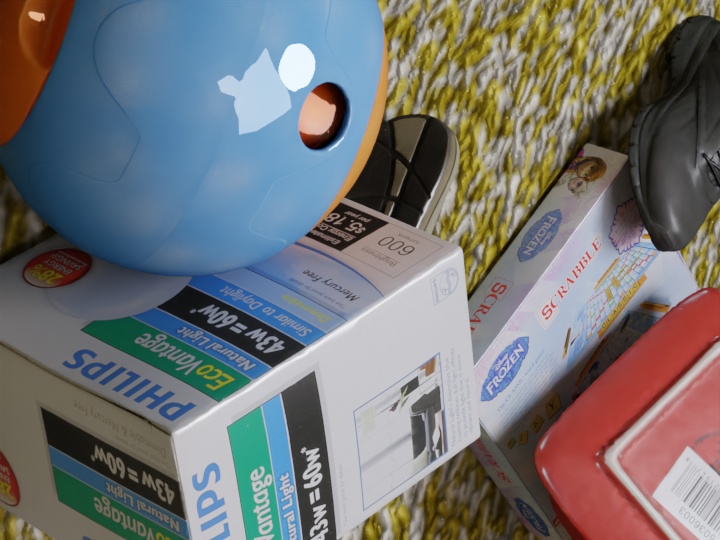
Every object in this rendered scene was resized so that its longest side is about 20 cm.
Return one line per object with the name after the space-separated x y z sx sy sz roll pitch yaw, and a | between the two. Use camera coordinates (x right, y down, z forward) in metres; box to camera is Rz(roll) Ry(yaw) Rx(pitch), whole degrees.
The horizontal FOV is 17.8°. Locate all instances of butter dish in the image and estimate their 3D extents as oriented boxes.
0.210 0.150 1.518 0.199 0.148 0.200 -41 90 -28 | butter dish

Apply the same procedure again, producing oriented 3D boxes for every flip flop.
0.000 0.000 1.350 0.200 0.081 0.058 -61 152 -16 | flip flop

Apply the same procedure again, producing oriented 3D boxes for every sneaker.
0.236 -0.096 1.505 0.076 0.090 0.200 57 45 -41 | sneaker

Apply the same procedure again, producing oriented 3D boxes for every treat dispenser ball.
-0.086 -0.097 1.117 0.200 0.201 0.202 -20 119 -40 | treat dispenser ball

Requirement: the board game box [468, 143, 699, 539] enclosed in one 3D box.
0.145 0.054 1.539 0.200 0.041 0.200 -52 136 -18 | board game box

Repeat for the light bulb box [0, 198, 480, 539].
-0.077 0.053 1.186 0.200 0.198 0.125 -32 129 -34 | light bulb box
